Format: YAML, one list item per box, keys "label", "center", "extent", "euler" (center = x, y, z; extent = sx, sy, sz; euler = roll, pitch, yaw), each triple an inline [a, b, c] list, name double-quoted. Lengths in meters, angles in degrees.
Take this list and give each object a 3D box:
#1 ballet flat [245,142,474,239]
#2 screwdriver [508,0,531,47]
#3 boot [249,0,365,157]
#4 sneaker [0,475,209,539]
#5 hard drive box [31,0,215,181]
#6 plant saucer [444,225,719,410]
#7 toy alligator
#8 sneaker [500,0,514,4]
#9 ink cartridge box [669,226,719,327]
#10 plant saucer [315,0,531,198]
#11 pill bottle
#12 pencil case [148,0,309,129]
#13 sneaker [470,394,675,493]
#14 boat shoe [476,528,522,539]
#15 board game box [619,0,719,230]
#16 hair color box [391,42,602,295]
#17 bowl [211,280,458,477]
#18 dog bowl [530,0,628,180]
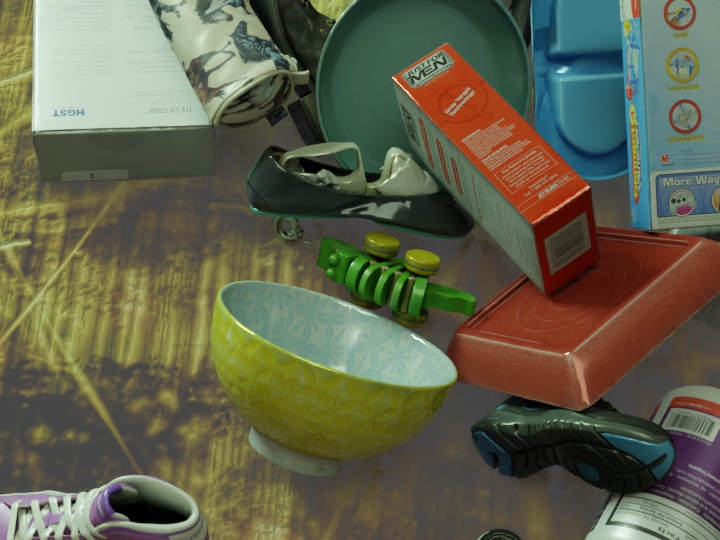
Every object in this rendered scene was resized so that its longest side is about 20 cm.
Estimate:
- label: "ballet flat"
  center: [0.005, -0.071, 1.543]
  extent: [0.199, 0.073, 0.073]
  euler: [7, 59, -11]
- label: "screwdriver"
  center: [0.126, -0.167, 1.672]
  extent: [0.029, 0.028, 0.201]
  euler: [3, 62, 34]
- label: "boot"
  center: [0.005, -0.209, 1.628]
  extent: [0.174, 0.069, 0.201]
  euler: [-25, 104, -14]
- label: "sneaker"
  center: [-0.215, 0.185, 1.390]
  extent: [0.199, 0.114, 0.073]
  euler: [0, 61, -2]
- label: "hard drive box"
  center: [-0.209, -0.184, 1.627]
  extent: [0.155, 0.077, 0.201]
  euler: [-2, 59, -5]
- label: "plant saucer"
  center: [0.178, 0.026, 1.474]
  extent: [0.200, 0.199, 0.037]
  euler: [-39, 113, -22]
- label: "toy alligator"
  center: [0.000, 0.000, 1.529]
  extent: [0.199, 0.060, 0.054]
  euler: [23, 22, 22]
- label: "sneaker"
  center: [0.074, -0.285, 1.709]
  extent: [0.199, 0.074, 0.082]
  euler: [-8, 26, -26]
- label: "ink cartridge box"
  center: [0.359, -0.002, 1.558]
  extent: [0.199, 0.067, 0.117]
  euler: [17, 60, 6]
- label: "plant saucer"
  center: [0.051, -0.159, 1.596]
  extent: [0.199, 0.036, 0.201]
  euler: [-4, 103, -19]
- label: "pill bottle"
  center: [0.242, 0.194, 1.410]
  extent: [0.112, 0.113, 0.200]
  euler: [27, 62, 12]
- label: "pencil case"
  center: [-0.124, -0.214, 1.562]
  extent: [0.089, 0.078, 0.201]
  euler: [-21, 66, -19]
- label: "sneaker"
  center: [0.170, 0.116, 1.420]
  extent: [0.082, 0.073, 0.200]
  euler: [-45, 27, -27]
- label: "boat shoe"
  center: [0.107, 0.279, 1.379]
  extent: [0.074, 0.066, 0.200]
  euler: [8, 59, 2]
- label: "board game box"
  center: [0.317, -0.137, 1.503]
  extent: [0.199, 0.056, 0.197]
  euler: [-4, 94, -9]
- label: "hair color box"
  center: [0.110, -0.084, 1.496]
  extent: [0.061, 0.102, 0.200]
  euler: [-33, 55, -11]
- label: "bowl"
  center: [-0.035, 0.096, 1.442]
  extent: [0.199, 0.200, 0.108]
  euler: [23, 104, 10]
- label: "dog bowl"
  center: [0.200, -0.180, 1.608]
  extent: [0.111, 0.050, 0.201]
  euler: [-4, 97, -7]
